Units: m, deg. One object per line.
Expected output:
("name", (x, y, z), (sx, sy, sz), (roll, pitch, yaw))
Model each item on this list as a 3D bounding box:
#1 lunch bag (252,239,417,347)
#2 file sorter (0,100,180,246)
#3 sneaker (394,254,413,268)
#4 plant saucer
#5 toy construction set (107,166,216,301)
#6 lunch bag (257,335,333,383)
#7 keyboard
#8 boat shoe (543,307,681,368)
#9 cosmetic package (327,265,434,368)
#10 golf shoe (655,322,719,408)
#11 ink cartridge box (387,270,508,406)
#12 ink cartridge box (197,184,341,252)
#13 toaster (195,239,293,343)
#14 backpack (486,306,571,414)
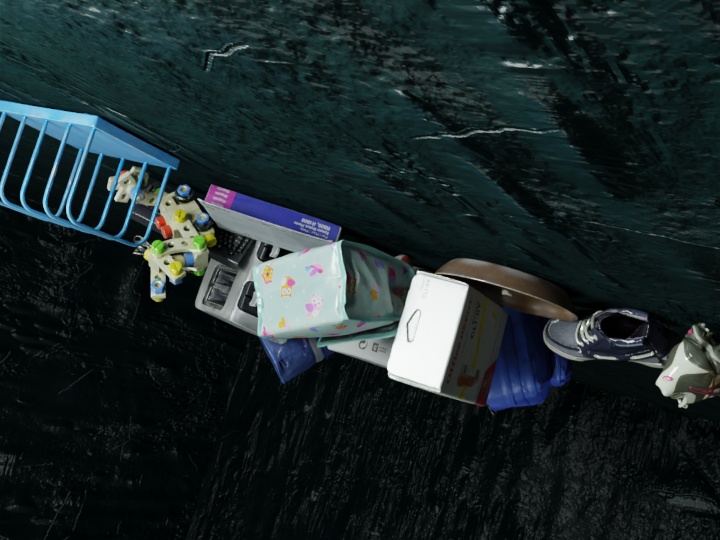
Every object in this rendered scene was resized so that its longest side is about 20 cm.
("lunch bag", (-0.023, 0.036, 1.127), (0.168, 0.125, 0.198), (-12, 167, 35))
("file sorter", (-0.353, -0.117, 1.022), (0.197, 0.125, 0.138), (14, 174, 34))
("sneaker", (0.000, 0.000, 1.280), (0.077, 0.084, 0.198), (7, 165, -43))
("plant saucer", (0.194, 0.022, 1.092), (0.196, 0.033, 0.200), (18, 175, 2))
("toy construction set", (-0.288, -0.063, 1.213), (0.129, 0.202, 0.092), (-24, 165, -25))
("lunch bag", (-0.133, 0.085, 1.520), (0.202, 0.130, 0.136), (59, 169, 20))
("keyboard", (-0.270, -0.056, 1.272), (0.197, 0.129, 0.021), (25, 152, 7))
("boat shoe", (0.314, 0.077, 1.091), (0.197, 0.076, 0.092), (1, 158, 45))
("cosmetic package", (0.079, 0.088, 1.395), (0.162, 0.169, 0.199), (13, 173, 39))
("golf shoe", (0.412, 0.125, 1.012), (0.199, 0.088, 0.078), (30, -160, -53))
("ink cartridge box", (0.126, 0.100, 1.141), (0.082, 0.148, 0.199), (13, 173, 28))
("ink cartridge box", (-0.122, -0.068, 1.180), (0.192, 0.044, 0.200), (18, 171, 1))
("toaster", (-0.172, 0.007, 1.372), (0.117, 0.184, 0.199), (27, 171, -30))
("backpack", (0.253, 0.131, 1.332), (0.164, 0.166, 0.200), (-17, 162, 16))
